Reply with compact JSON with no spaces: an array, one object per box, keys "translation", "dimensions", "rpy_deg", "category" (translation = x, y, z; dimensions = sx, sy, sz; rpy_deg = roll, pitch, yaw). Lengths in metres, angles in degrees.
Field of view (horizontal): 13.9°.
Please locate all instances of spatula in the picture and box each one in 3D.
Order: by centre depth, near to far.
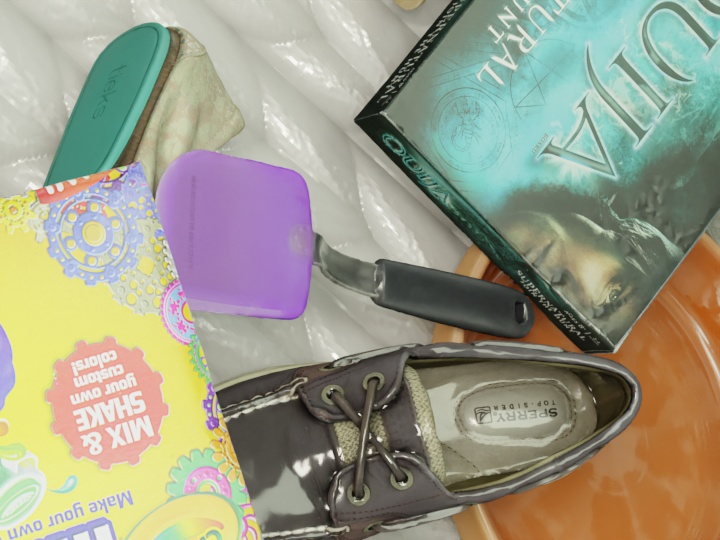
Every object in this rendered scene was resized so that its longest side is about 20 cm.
[{"translation":[0.000,0.000,1.064],"dimensions":[0.200,0.021,0.057],"rpy_deg":[16,71,-50],"category":"spatula"}]

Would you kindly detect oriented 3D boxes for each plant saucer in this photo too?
[{"translation":[0.102,0.066,1.181],"dimensions":[0.200,0.032,0.201],"rpy_deg":[14,67,-37],"category":"plant saucer"}]

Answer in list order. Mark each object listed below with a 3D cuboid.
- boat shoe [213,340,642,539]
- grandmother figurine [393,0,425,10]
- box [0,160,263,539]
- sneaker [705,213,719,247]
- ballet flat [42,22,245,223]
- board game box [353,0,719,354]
[{"translation":[0.010,0.059,1.056],"dimensions":[0.200,0.065,0.072],"rpy_deg":[-8,78,-27],"category":"boat shoe"},{"translation":[0.087,-0.175,1.202],"dimensions":[0.200,0.061,0.122],"rpy_deg":[-21,97,-31],"category":"grandmother figurine"},{"translation":[-0.164,0.069,0.810],"dimensions":[0.200,0.193,0.122],"rpy_deg":[-16,88,-31],"category":"box"},{"translation":[0.161,-0.079,1.244],"dimensions":[0.077,0.085,0.200],"rpy_deg":[-33,98,-42],"category":"sneaker"},{"translation":[-0.089,-0.002,1.014],"dimensions":[0.062,0.067,0.200],"rpy_deg":[51,49,-30],"category":"ballet flat"},{"translation":[0.105,-0.085,1.154],"dimensions":[0.135,0.028,0.200],"rpy_deg":[44,70,-17],"category":"board game box"}]
